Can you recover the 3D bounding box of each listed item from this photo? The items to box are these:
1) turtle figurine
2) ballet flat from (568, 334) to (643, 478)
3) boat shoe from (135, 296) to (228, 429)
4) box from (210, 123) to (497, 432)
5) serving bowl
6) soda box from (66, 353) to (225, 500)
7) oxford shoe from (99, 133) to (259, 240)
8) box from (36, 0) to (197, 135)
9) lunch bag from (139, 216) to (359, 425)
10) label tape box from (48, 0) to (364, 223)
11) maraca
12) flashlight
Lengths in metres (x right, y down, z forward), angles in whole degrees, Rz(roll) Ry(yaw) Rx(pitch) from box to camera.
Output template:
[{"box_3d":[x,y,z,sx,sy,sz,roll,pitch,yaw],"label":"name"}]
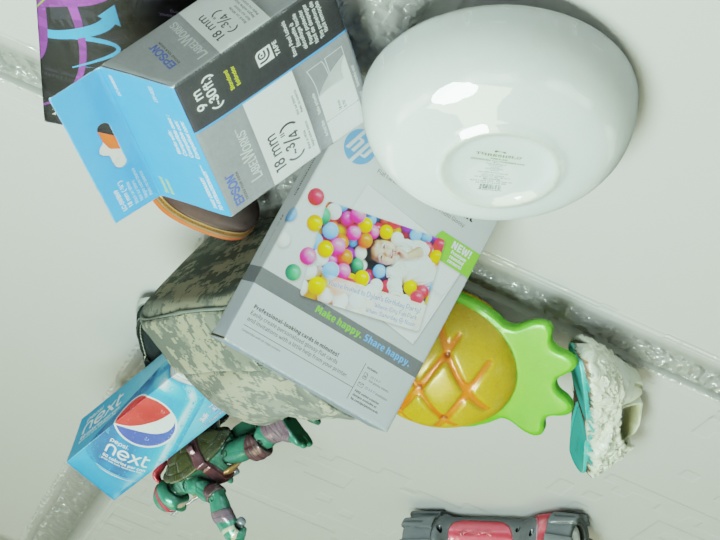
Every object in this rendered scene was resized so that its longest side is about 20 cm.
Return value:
[{"box_3d":[-0.130,0.193,1.729,0.200,0.150,0.101,-39,117,18],"label":"turtle figurine"},{"box_3d":[0.216,0.112,1.589,0.071,0.072,0.200,10,149,12],"label":"ballet flat"},{"box_3d":[-0.171,0.101,1.744,0.075,0.061,0.200,2,144,24],"label":"boat shoe"},{"box_3d":[0.000,0.000,1.387,0.156,0.201,0.041,32,171,-21],"label":"box"},{"box_3d":[0.098,-0.095,1.277,0.199,0.066,0.200,2,145,1],"label":"serving bowl"},{"box_3d":[-0.183,0.127,1.683,0.064,0.068,0.200,41,120,-19],"label":"soda box"},{"box_3d":[-0.138,-0.096,1.426,0.072,0.071,0.200,-18,133,36],"label":"oxford shoe"},{"box_3d":[-0.162,-0.180,1.298,0.142,0.036,0.201,12,134,8],"label":"box"},{"box_3d":[-0.065,0.055,1.499,0.200,0.139,0.168,-8,122,55],"label":"lunch bag"},{"box_3d":[-0.098,-0.114,1.264,0.063,0.200,0.144,45,165,36],"label":"label tape box"},{"box_3d":[0.086,0.078,1.536,0.199,0.107,0.138,11,125,17],"label":"maraca"},{"box_3d":[0.137,0.279,1.861,0.199,0.068,0.068,-2,144,27],"label":"flashlight"}]
